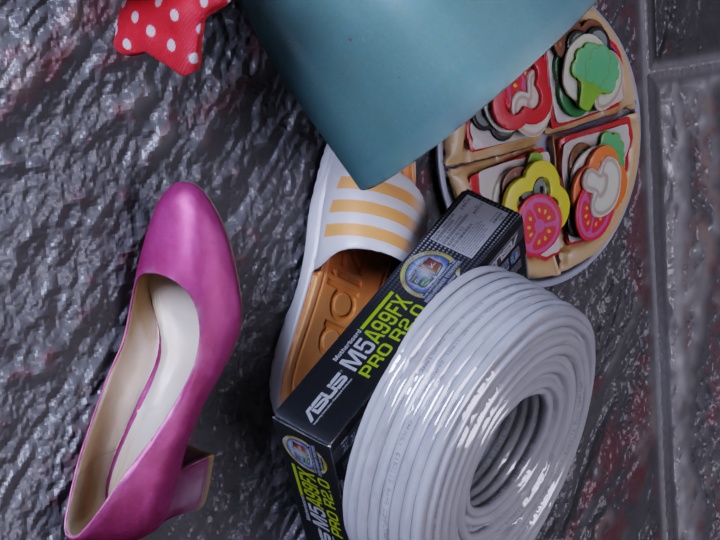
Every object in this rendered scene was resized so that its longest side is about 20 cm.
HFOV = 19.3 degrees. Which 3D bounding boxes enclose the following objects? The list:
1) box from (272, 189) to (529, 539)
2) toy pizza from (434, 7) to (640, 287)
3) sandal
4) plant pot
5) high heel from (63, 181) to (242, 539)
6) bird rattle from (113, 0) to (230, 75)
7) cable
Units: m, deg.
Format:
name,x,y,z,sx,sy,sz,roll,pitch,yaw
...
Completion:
name,x,y,z,sx,sy,sz,roll,pitch,yaw
box,0.033,0.073,1.289,0.200,0.044,0.160,-49,150,-26
toy pizza,0.128,-0.087,1.406,0.200,0.032,0.201,-6,99,-42
sandal,0.006,0.003,1.285,0.079,0.059,0.207,21,80,-42
plant pot,0.023,-0.172,1.196,0.161,0.200,0.201,49,60,-7
high heel,-0.122,0.053,1.169,0.096,0.067,0.201,-13,117,-52
bird rattle,-0.078,-0.204,1.116,0.112,0.163,0.200,23,97,-19
cable,0.065,0.098,1.241,0.200,0.069,0.200,-55,152,-16
